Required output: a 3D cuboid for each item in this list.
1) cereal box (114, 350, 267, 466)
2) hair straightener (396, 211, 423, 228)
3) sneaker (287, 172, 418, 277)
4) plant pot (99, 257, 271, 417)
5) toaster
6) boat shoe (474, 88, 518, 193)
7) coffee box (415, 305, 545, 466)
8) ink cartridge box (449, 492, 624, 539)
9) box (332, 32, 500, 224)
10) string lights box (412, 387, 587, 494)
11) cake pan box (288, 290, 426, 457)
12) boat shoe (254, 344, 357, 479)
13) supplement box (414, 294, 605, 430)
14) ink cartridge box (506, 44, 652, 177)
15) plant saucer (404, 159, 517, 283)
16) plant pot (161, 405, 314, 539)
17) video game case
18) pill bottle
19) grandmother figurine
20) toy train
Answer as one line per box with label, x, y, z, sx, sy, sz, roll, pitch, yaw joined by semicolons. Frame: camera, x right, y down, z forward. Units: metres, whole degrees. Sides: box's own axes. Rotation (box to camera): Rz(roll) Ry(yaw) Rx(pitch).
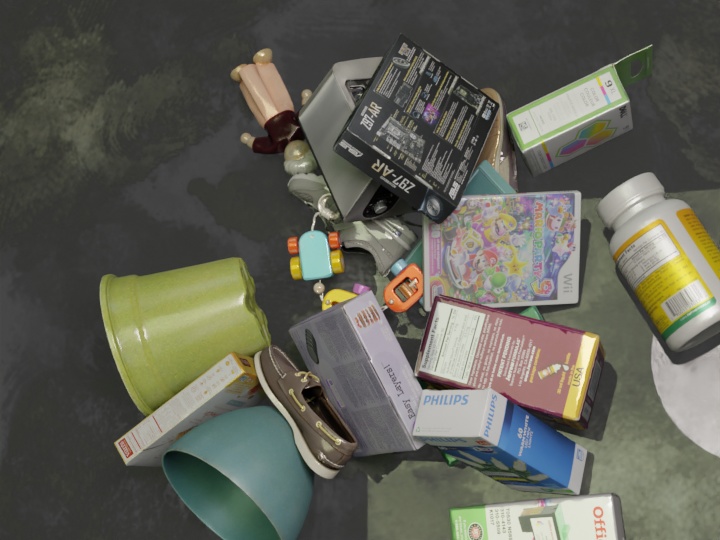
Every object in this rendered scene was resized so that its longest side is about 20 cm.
cereal box;-0.210;0.188;1.430;0.199;0.144;0.040;-38;71;7
hair straightener;0.025;-0.113;1.467;0.200;0.077;0.041;50;138;13
sneaker;-0.024;-0.065;1.463;0.199;0.075;0.082;31;87;20
plant pot;-0.224;0.072;1.449;0.182;0.201;0.202;-18;73;0
toaster;0.033;-0.176;1.399;0.119;0.179;0.201;-47;60;48
boat shoe;0.174;-0.136;1.425;0.071;0.064;0.202;-11;76;44
coffee box;0.169;0.148;1.374;0.199;0.044;0.124;-34;71;8
ink cartridge box;0.216;0.347;1.294;0.198;0.084;0.147;-9;76;15
box;0.072;-0.175;1.314;0.159;0.044;0.201;33;50;-9
string lights box;0.165;0.199;1.260;0.102;0.199;0.060;-7;59;45
cake pan box;0.003;0.136;1.334;0.052;0.184;0.201;-27;89;-25
boat shoe;-0.069;0.165;1.368;0.060;0.072;0.201;-47;54;19
supplement box;0.180;0.110;1.285;0.198;0.131;0.104;14;82;20
ink cartridge box;0.291;-0.200;1.382;0.198;0.104;0.060;-26;72;10
plant saucer;0.119;-0.046;1.404;0.070;0.019;0.201;51;117;27
plant pot;-0.135;0.253;1.385;0.199;0.201;0.135;28;55;21
video game case;0.176;-0.024;1.356;0.198;0.018;0.145;-3;105;-5
pill bottle;0.372;-0.013;1.311;0.112;0.113;0.201;-32;71;8
grandmother figurine;-0.117;-0.212;1.536;0.121;0.060;0.201;-37;67;16
toy train;0.000;0.000;1.420;0.200;0.056;0.150;44;94;10
